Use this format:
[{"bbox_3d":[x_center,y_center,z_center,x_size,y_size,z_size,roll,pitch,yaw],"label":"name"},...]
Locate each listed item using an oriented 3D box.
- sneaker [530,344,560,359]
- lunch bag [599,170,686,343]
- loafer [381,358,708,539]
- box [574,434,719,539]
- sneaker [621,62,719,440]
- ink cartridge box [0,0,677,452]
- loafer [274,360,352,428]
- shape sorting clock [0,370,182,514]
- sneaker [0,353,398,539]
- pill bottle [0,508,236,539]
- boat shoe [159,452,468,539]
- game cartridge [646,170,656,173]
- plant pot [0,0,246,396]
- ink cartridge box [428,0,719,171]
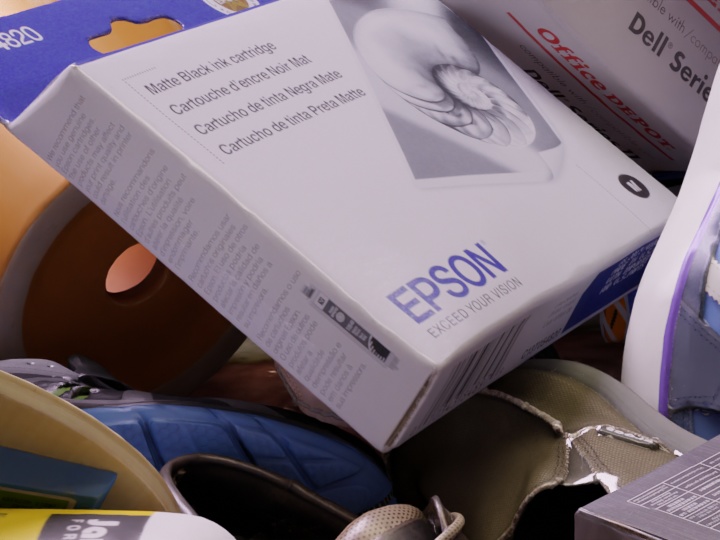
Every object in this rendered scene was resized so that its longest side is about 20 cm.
[{"bbox_3d":[0.027,0.023,0.942,0.079,0.074,0.200,-26,24,7],"label":"sneaker"},{"bbox_3d":[0.183,-0.013,0.934,0.160,0.076,0.200,-12,4,-33],"label":"lunch bag"},{"bbox_3d":[0.060,0.072,0.755,0.069,0.076,0.200,-4,10,-32],"label":"loafer"},{"bbox_3d":[0.129,0.099,0.595,0.048,0.159,0.200,18,28,40],"label":"box"},{"bbox_3d":[0.165,0.004,0.771,0.080,0.201,0.146,26,-17,-40],"label":"sneaker"},{"bbox_3d":[-0.012,-0.045,0.822,0.200,0.041,0.199,39,30,14],"label":"ink cartridge box"},{"bbox_3d":[0.000,0.000,0.874,0.072,0.063,0.200,19,31,-7],"label":"loafer"},{"bbox_3d":[-0.146,0.062,0.700,0.199,0.200,0.039,0,61,4],"label":"shape sorting clock"},{"bbox_3d":[-0.081,0.058,0.836,0.199,0.071,0.083,4,28,21],"label":"sneaker"},{"bbox_3d":[-0.083,0.115,0.635,0.199,0.112,0.111,0,21,4],"label":"pill bottle"},{"bbox_3d":[0.004,0.103,0.710,0.199,0.074,0.074,16,27,38],"label":"boat shoe"},{"bbox_3d":[0.130,-0.058,1.067,0.133,0.041,0.200,-10,-4,-34],"label":"game cartridge"},{"bbox_3d":[-0.128,-0.040,0.961,0.200,0.201,0.183,-16,41,-32],"label":"plant pot"},{"bbox_3d":[0.076,-0.093,0.940,0.200,0.117,0.068,4,61,55],"label":"ink cartridge box"}]
